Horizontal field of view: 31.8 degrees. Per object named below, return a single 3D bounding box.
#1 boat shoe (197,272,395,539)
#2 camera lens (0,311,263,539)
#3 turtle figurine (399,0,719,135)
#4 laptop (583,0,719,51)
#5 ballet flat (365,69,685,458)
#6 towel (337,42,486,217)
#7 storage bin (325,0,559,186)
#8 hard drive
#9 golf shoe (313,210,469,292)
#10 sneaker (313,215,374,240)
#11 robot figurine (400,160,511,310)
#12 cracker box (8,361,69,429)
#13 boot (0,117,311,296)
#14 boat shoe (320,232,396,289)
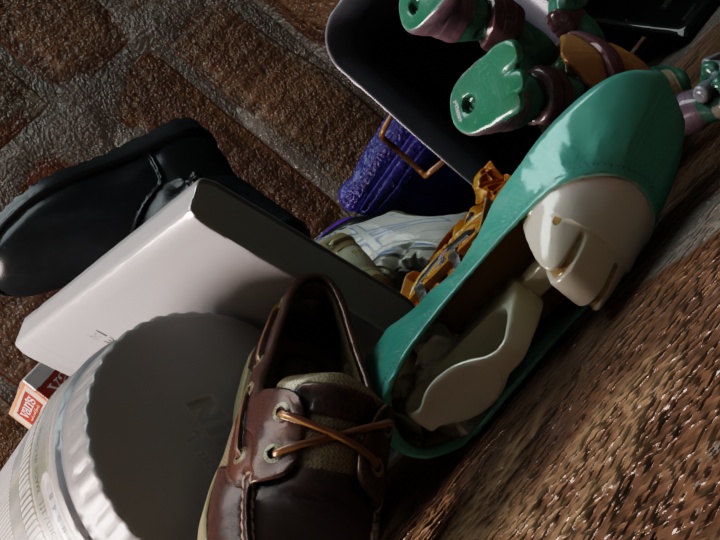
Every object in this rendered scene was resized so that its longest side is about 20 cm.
[{"bbox_3d":[-0.021,0.071,0.512,0.200,0.072,0.072,-89,13,-58],"label":"boat shoe"},{"bbox_3d":[-0.107,0.134,0.637,0.200,0.160,0.160,-48,4,41],"label":"camera lens"},{"bbox_3d":[0.118,-0.101,0.614,0.199,0.150,0.101,-1,-54,-38],"label":"turtle figurine"},{"bbox_3d":[0.261,-0.221,0.961,0.188,0.116,0.200,-51,32,-5],"label":"laptop"},{"bbox_3d":[0.073,0.008,0.535,0.200,0.067,0.071,-51,23,21],"label":"ballet flat"},{"bbox_3d":[0.088,-0.107,1.051,0.200,0.147,0.050,-54,39,23],"label":"towel"},{"bbox_3d":[0.084,-0.131,0.906,0.146,0.200,0.134,-50,-8,8],"label":"storage bin"},{"bbox_3d":[-0.082,0.030,0.666,0.200,0.132,0.027,-30,38,47],"label":"hard drive"},{"bbox_3d":[0.000,0.000,0.906,0.199,0.079,0.097,-3,33,30],"label":"golf shoe"},{"bbox_3d":[-0.049,0.031,0.986,0.200,0.069,0.099,-52,6,-12],"label":"sneaker"},{"bbox_3d":[0.080,-0.019,0.685,0.145,0.058,0.200,-46,4,35],"label":"robot figurine"},{"bbox_3d":[-0.130,0.107,0.908,0.134,0.200,0.058,-53,0,-40],"label":"cracker box"},{"bbox_3d":[-0.150,-0.011,0.869,0.199,0.168,0.077,-32,-44,-13],"label":"boot"},{"bbox_3d":[-0.069,0.055,0.821,0.199,0.063,0.073,-35,-31,-5],"label":"boat shoe"}]
